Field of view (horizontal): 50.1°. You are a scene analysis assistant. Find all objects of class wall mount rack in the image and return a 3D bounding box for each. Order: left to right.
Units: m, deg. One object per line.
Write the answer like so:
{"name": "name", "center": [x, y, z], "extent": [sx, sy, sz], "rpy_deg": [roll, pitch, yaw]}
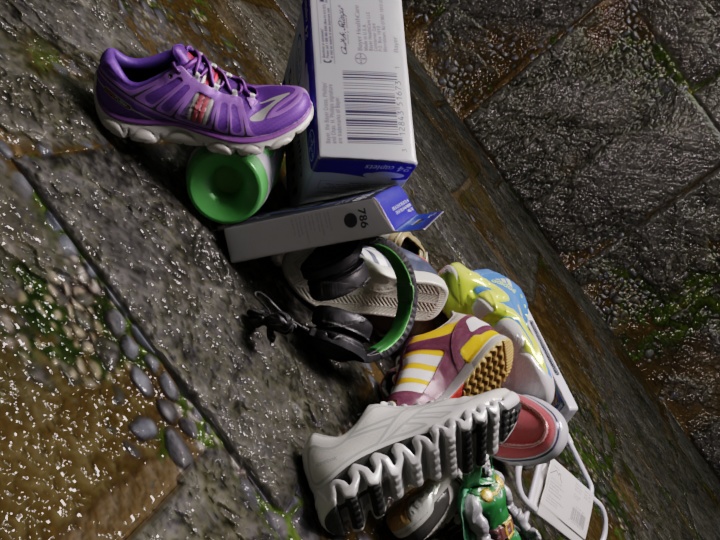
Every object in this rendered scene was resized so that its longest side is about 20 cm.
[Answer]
{"name": "wall mount rack", "center": [0.225, 0.248, 0.923], "extent": [0.200, 0.074, 0.177], "rpy_deg": [42, 57, -31]}

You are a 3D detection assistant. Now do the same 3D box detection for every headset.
{"name": "headset", "center": [-0.016, 0.032, 0.741], "extent": [0.196, 0.093, 0.127], "rpy_deg": [-7, 96, -36]}

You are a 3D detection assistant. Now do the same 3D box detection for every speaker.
{"name": "speaker", "center": [-0.124, -0.126, 0.802], "extent": [0.089, 0.088, 0.201], "rpy_deg": [45, 21, -21]}

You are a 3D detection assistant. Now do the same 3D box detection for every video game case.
{"name": "video game case", "center": [0.231, 0.156, 1.104], "extent": [0.018, 0.145, 0.203], "rpy_deg": [2, 45, -22]}

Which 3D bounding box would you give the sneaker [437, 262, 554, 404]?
{"name": "sneaker", "center": [0.172, 0.064, 0.874], "extent": [0.103, 0.076, 0.202], "rpy_deg": [-8, 52, -38]}

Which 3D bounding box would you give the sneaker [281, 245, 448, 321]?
{"name": "sneaker", "center": [0.000, 0.000, 0.855], "extent": [0.196, 0.076, 0.085], "rpy_deg": [16, 27, -26]}

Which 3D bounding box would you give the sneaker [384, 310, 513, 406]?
{"name": "sneaker", "center": [0.056, 0.119, 0.742], "extent": [0.089, 0.198, 0.076], "rpy_deg": [30, -33, 42]}

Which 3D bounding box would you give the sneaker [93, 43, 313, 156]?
{"name": "sneaker", "center": [-0.137, -0.156, 0.683], "extent": [0.194, 0.085, 0.082], "rpy_deg": [2, 39, -10]}

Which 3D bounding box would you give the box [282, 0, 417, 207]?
{"name": "box", "center": [-0.020, -0.162, 0.828], "extent": [0.200, 0.102, 0.189], "rpy_deg": [127, -40, -70]}

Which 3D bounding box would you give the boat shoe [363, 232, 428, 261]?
{"name": "boat shoe", "center": [0.053, -0.015, 0.992], "extent": [0.062, 0.074, 0.201], "rpy_deg": [28, -12, 26]}

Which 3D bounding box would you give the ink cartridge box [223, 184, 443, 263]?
{"name": "ink cartridge box", "center": [-0.024, -0.049, 0.743], "extent": [0.099, 0.195, 0.040], "rpy_deg": [-39, 119, -70]}

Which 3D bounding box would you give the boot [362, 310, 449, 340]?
{"name": "boot", "center": [0.090, 0.077, 0.902], "extent": [0.196, 0.076, 0.097], "rpy_deg": [17, 20, -21]}

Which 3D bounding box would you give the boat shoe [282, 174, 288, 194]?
{"name": "boat shoe", "center": [-0.018, -0.081, 0.996], "extent": [0.200, 0.071, 0.071], "rpy_deg": [35, 26, -44]}

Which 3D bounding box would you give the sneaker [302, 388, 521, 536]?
{"name": "sneaker", "center": [0.043, 0.137, 0.639], "extent": [0.081, 0.196, 0.076], "rpy_deg": [53, -25, 42]}

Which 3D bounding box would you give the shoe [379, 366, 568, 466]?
{"name": "shoe", "center": [0.110, 0.146, 0.798], "extent": [0.197, 0.073, 0.090], "rpy_deg": [8, -15, 46]}

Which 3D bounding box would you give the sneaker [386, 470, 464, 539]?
{"name": "sneaker", "center": [0.093, 0.230, 0.731], "extent": [0.089, 0.075, 0.199], "rpy_deg": [58, 20, 15]}

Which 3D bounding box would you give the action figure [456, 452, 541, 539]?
{"name": "action figure", "center": [0.128, 0.251, 0.687], "extent": [0.118, 0.054, 0.204], "rpy_deg": [-29, 103, -53]}
